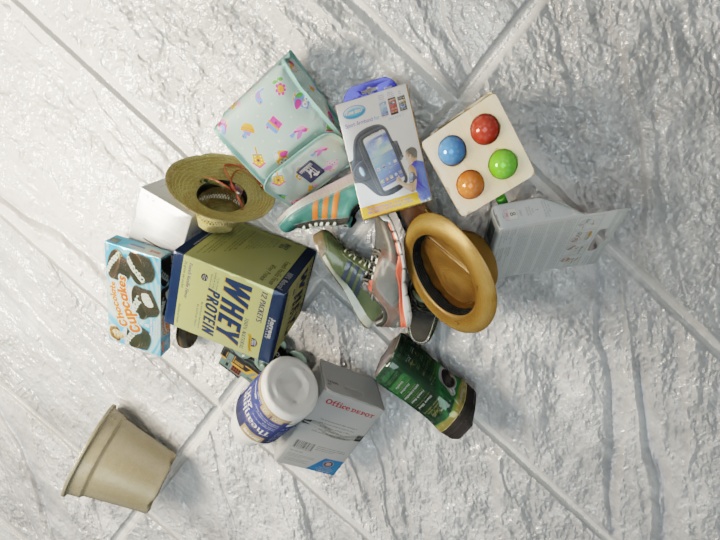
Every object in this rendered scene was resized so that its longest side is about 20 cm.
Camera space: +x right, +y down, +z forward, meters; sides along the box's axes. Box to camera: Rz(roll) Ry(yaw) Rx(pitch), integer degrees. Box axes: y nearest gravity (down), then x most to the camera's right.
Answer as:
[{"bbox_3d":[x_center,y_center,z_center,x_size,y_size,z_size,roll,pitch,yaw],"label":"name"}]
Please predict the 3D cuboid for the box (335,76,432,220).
[{"bbox_3d":[0.035,-0.194,0.822,0.115,0.042,0.207,-14,97,5],"label":"box"}]

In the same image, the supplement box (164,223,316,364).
[{"bbox_3d":[-0.205,0.025,0.934,0.193,0.201,0.138,20,115,3],"label":"supplement box"}]

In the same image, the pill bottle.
[{"bbox_3d":[-0.166,0.249,0.963,0.111,0.112,0.200,42,132,-3],"label":"pill bottle"}]

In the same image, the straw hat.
[{"bbox_3d":[-0.242,-0.113,0.912,0.196,0.203,0.087,27,127,2],"label":"straw hat"}]

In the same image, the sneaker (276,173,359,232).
[{"bbox_3d":[-0.052,-0.103,0.917,0.195,0.071,0.082,-26,94,11],"label":"sneaker"}]

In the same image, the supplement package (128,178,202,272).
[{"bbox_3d":[-0.361,-0.054,0.994,0.107,0.114,0.204,27,114,3],"label":"supplement package"}]

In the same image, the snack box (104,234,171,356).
[{"bbox_3d":[-0.405,0.049,0.961,0.112,0.037,0.207,15,116,10],"label":"snack box"}]

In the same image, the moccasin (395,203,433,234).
[{"bbox_3d":[0.072,-0.154,0.882,0.076,0.074,0.206,-28,97,6],"label":"moccasin"}]

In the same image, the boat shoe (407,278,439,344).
[{"bbox_3d":[0.112,0.041,0.939,0.069,0.066,0.208,11,108,12],"label":"boat shoe"}]

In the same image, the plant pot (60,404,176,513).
[{"bbox_3d":[-0.521,0.435,1.168,0.180,0.202,0.203,30,113,-11],"label":"plant pot"}]

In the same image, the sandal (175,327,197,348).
[{"bbox_3d":[-0.330,0.081,1.036,0.053,0.082,0.205,20,126,10],"label":"sandal"}]

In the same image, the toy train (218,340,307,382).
[{"bbox_3d":[-0.193,0.187,1.058,0.197,0.086,0.115,35,126,-3],"label":"toy train"}]

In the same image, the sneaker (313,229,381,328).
[{"bbox_3d":[0.000,0.000,0.956,0.088,0.067,0.204,-27,103,15],"label":"sneaker"}]

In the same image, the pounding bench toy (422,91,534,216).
[{"bbox_3d":[0.198,-0.148,0.808,0.122,0.156,0.204,-29,101,20],"label":"pounding bench toy"}]

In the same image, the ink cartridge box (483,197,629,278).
[{"bbox_3d":[0.294,-0.054,0.834,0.192,0.059,0.164,-13,151,-2],"label":"ink cartridge box"}]

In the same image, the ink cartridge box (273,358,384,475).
[{"bbox_3d":[-0.065,0.290,1.029,0.141,0.085,0.202,24,115,-27],"label":"ink cartridge box"}]

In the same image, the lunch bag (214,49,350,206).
[{"bbox_3d":[-0.116,-0.222,0.879,0.168,0.123,0.201,-33,115,17],"label":"lunch bag"}]

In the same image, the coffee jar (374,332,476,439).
[{"bbox_3d":[0.125,0.215,0.975,0.198,0.105,0.086,37,117,-1],"label":"coffee jar"}]

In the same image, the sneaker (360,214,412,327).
[{"bbox_3d":[0.036,0.005,0.888,0.079,0.077,0.208,-10,99,2],"label":"sneaker"}]

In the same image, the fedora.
[{"bbox_3d":[0.153,-0.006,0.830,0.199,0.080,0.206,37,141,37],"label":"fedora"}]
